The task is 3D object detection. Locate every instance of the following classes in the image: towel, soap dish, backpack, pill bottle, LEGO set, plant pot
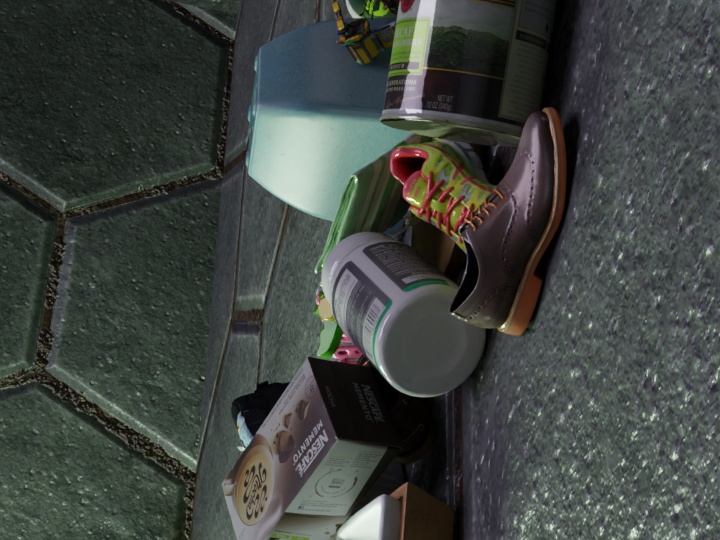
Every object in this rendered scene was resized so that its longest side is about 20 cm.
[{"bbox_3d":[0.027,-0.089,1.637,0.200,0.023,0.153,-39,-23,-45],"label":"towel"},{"bbox_3d":[0.030,0.307,1.451,0.200,0.081,0.158,125,152,-65],"label":"soap dish"},{"bbox_3d":[-0.068,0.212,1.841,0.200,0.162,0.155,-174,72,-79],"label":"backpack"},{"bbox_3d":[0.036,0.036,1.469,0.200,0.112,0.114,-134,53,-62],"label":"pill bottle"},{"bbox_3d":[0.029,-0.348,1.721,0.153,0.116,0.201,-11,44,31],"label":"LEGO set"},{"bbox_3d":[0.093,-0.069,1.568,0.200,0.027,0.201,-172,90,-78],"label":"plant pot"},{"bbox_3d":[-0.035,-0.185,1.798,0.197,0.199,0.196,103,170,-46],"label":"plant pot"}]

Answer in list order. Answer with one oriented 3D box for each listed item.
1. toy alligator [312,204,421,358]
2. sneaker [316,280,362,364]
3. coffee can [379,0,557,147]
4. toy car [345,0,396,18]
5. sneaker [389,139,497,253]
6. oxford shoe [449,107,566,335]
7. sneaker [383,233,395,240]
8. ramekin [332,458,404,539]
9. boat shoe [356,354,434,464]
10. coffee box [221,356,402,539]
[{"bbox_3d":[0.000,0.000,1.597,0.054,0.059,0.201,37,98,38],"label":"toy alligator"},{"bbox_3d":[0.003,0.073,1.727,0.088,0.073,0.201,-59,-39,-52],"label":"sneaker"},{"bbox_3d":[0.104,-0.222,1.342,0.146,0.145,0.201,-173,91,-78],"label":"coffee can"},{"bbox_3d":[0.004,-0.431,1.960,0.175,0.149,0.201,122,154,-61],"label":"toy car"},{"bbox_3d":[0.085,-0.061,1.395,0.200,0.090,0.079,53,132,53],"label":"sneaker"},{"bbox_3d":[0.126,-0.044,1.273,0.071,0.072,0.201,-124,45,-74],"label":"oxford shoe"},{"bbox_3d":[-0.006,0.052,1.813,0.081,0.083,0.201,156,121,-77],"label":"sneaker"},{"bbox_3d":[-0.021,0.277,1.660,0.200,0.104,0.201,-171,90,-78],"label":"ramekin"},{"bbox_3d":[0.029,0.126,1.582,0.070,0.070,0.200,-39,25,3],"label":"boat shoe"},{"bbox_3d":[-0.053,0.199,1.508,0.200,0.079,0.113,-55,38,31],"label":"coffee box"}]
